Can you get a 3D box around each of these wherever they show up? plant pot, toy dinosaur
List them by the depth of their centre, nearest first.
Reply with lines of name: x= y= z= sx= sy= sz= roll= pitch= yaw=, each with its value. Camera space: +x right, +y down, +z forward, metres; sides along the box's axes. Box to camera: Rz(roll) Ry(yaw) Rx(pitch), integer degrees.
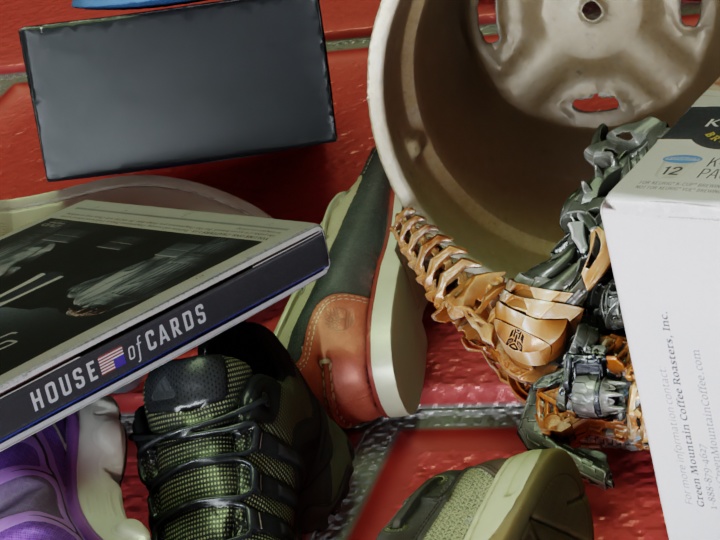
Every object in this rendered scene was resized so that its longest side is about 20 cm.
toy dinosaur: x=0.093 y=0.013 z=0.775 sx=0.200 sy=0.102 sz=0.136 roll=35 pitch=70 yaw=16
plant pot: x=0.110 y=-0.104 z=0.915 sx=0.199 sy=0.201 sz=0.184 roll=-11 pitch=16 yaw=9

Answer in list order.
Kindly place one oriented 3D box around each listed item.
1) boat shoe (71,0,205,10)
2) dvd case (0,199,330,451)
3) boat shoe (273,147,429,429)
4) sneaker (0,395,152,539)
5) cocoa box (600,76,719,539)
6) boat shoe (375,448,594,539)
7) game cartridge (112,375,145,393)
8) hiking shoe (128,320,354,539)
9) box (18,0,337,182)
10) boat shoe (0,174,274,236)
boat shoe: x=-0.052 y=-0.164 z=0.902 sx=0.199 sy=0.069 sz=0.084 roll=-10 pitch=5 yaw=29
dvd case: x=-0.131 y=0.021 z=0.737 sx=0.150 sy=0.025 sz=0.200 roll=7 pitch=26 yaw=44
boat shoe: x=0.000 y=0.000 z=0.888 sx=0.062 sy=0.071 sz=0.200 roll=-10 pitch=32 yaw=16
sneaker: x=-0.120 y=0.104 z=0.663 sx=0.083 sy=0.081 sz=0.200 roll=11 pitch=19 yaw=-18
cocoa box: x=0.171 y=0.038 z=0.582 sx=0.133 sy=0.201 sz=0.131 roll=6 pitch=34 yaw=36
boat shoe: x=0.015 y=0.130 z=0.646 sx=0.066 sy=0.072 sz=0.201 roll=-8 pitch=27 yaw=35
game cartridge: x=-0.200 y=0.039 z=0.871 sx=0.199 sy=0.041 sz=0.133 roll=-1 pitch=-1 yaw=7
hiking shoe: x=-0.058 y=0.085 z=0.715 sx=0.075 sy=0.101 sz=0.200 roll=-20 pitch=24 yaw=15
box: x=-0.088 y=-0.094 z=1.004 sx=0.140 sy=0.079 sz=0.200 roll=-11 pitch=6 yaw=-2
boat shoe: x=-0.131 y=-0.003 z=0.954 sx=0.199 sy=0.073 sz=0.063 roll=-2 pitch=-11 yaw=-4
